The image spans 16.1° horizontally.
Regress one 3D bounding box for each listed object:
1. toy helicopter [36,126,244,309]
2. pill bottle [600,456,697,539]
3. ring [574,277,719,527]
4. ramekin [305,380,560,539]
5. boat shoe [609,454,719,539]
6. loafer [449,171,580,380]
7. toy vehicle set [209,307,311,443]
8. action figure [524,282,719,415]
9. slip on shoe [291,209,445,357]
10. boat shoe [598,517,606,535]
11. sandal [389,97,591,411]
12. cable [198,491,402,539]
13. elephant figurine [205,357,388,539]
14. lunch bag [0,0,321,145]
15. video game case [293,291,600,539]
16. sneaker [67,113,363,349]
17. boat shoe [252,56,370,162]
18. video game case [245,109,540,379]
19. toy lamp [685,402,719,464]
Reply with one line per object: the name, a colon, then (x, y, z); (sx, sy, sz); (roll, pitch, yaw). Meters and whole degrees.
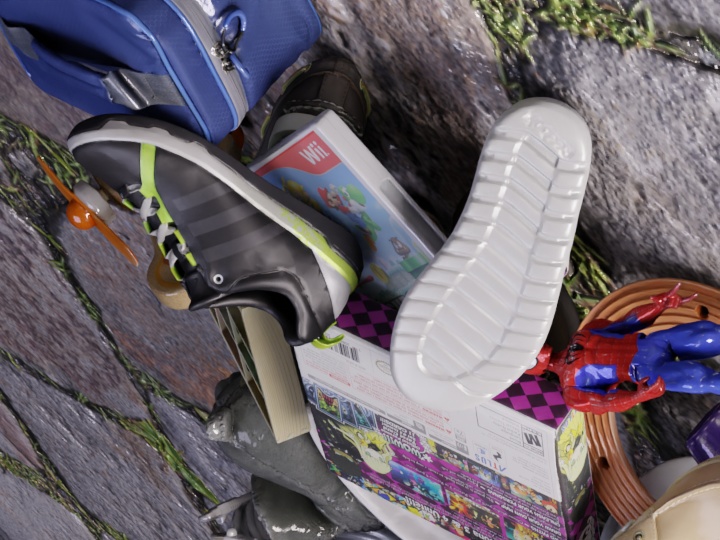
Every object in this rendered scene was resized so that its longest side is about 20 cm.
toy helicopter: (-0.138, -0.047, 1.664); (0.200, 0.132, 0.079); (-108, -7, -45)
pill bottle: (0.209, 0.203, 1.654); (0.114, 0.114, 0.200); (35, 159, 17)
ring: (0.203, 0.096, 1.484); (0.200, 0.019, 0.201); (22, 125, 35)
ramekin: (0.069, 0.119, 1.750); (0.200, 0.105, 0.200); (36, 158, 17)
boat shoe: (0.176, 0.177, 1.492); (0.072, 0.065, 0.200); (53, 137, 9)
loafer: (0.082, 0.016, 1.570); (0.073, 0.071, 0.200); (29, 156, 31)
toy vehicle set: (-0.088, 0.013, 1.780); (0.200, 0.026, 0.124); (-121, 14, -51)
action figure: (0.171, 0.048, 1.417); (0.200, 0.066, 0.052); (-4, 151, 38)
slip on shoe: (0.000, 0.000, 1.703); (0.074, 0.061, 0.200); (23, 150, -12)
boat shoe: (0.215, 0.247, 1.811); (0.200, 0.060, 0.076); (42, 136, -16)
sandal: (0.082, -0.007, 1.444); (0.082, 0.050, 0.203); (27, 115, 2)
cable: (-0.005, 0.225, 1.972); (0.200, 0.200, 0.069); (23, 116, 28)
elephant figurine: (-0.015, 0.144, 1.892); (0.200, 0.155, 0.141); (54, 167, -9)
lunch bag: (-0.131, -0.155, 1.528); (0.200, 0.132, 0.136); (24, 153, 41)
video game case: (0.053, 0.102, 1.572); (0.200, 0.036, 0.182); (24, 148, 28)
sneaker: (-0.089, -0.019, 1.492); (0.200, 0.083, 0.072); (29, 161, -8)
boat shoe: (-0.032, -0.073, 1.619); (0.072, 0.061, 0.201); (20, 160, -4)
video game case: (0.016, -0.001, 1.537); (0.200, 0.017, 0.143); (48, 154, -7)
toy lamp: (0.280, 0.156, 1.516); (0.200, 0.058, 0.058); (40, 159, 4)
